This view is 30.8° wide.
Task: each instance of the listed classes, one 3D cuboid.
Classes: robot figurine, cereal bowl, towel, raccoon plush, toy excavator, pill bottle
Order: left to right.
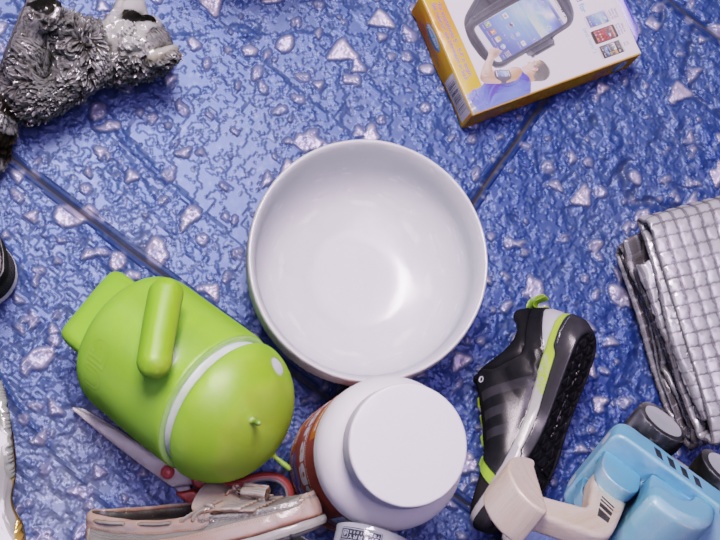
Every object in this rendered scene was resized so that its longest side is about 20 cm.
[{"bbox_3d":[-0.234,-0.140,1.076,0.133,0.097,0.201,22,103,-19],"label":"raccoon plush"},{"bbox_3d":[-0.133,0.082,0.988,0.199,0.176,0.116,32,73,30],"label":"robot figurine"},{"bbox_3d":[0.000,0.000,1.070,0.198,0.083,0.202,3,74,-11],"label":"cereal bowl"},{"bbox_3d":[0.013,0.140,0.982,0.111,0.200,0.113,3,77,-11],"label":"pill bottle"},{"bbox_3d":[0.198,0.181,1.005,0.194,0.200,0.100,36,114,2],"label":"toy excavator"},{"bbox_3d":[0.324,0.036,1.132,0.164,0.086,0.202,-16,83,-13],"label":"towel"}]

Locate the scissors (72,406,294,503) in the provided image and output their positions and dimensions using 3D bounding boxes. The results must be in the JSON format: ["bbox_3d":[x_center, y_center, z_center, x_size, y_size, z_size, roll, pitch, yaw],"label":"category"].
[{"bbox_3d":[-0.145,0.172,1.037,0.198,0.014,0.074,20,88,-3],"label":"scissors"}]

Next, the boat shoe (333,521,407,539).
[{"bbox_3d":[0.030,0.242,0.975,0.073,0.199,0.069,7,71,21],"label":"boat shoe"}]

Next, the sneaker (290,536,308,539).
[{"bbox_3d":[-0.023,0.284,0.994,0.077,0.091,0.201,-31,90,-15],"label":"sneaker"}]

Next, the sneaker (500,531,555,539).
[{"bbox_3d":[0.204,0.254,1.055,0.199,0.077,0.076,32,74,-7],"label":"sneaker"}]

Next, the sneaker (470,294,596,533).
[{"bbox_3d":[0.128,0.119,1.092,0.082,0.072,0.201,20,80,33],"label":"sneaker"}]

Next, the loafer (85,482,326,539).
[{"bbox_3d":[-0.123,0.188,0.975,0.199,0.072,0.063,-19,80,18],"label":"loafer"}]

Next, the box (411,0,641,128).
[{"bbox_3d":[0.159,-0.218,1.177,0.199,0.041,0.120,-22,83,-13],"label":"box"}]

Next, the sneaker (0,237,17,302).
[{"bbox_3d":[-0.356,-0.042,0.994,0.199,0.112,0.074,23,73,-6],"label":"sneaker"}]

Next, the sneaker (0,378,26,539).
[{"bbox_3d":[-0.300,0.161,0.979,0.087,0.076,0.202,-6,78,-13],"label":"sneaker"}]
